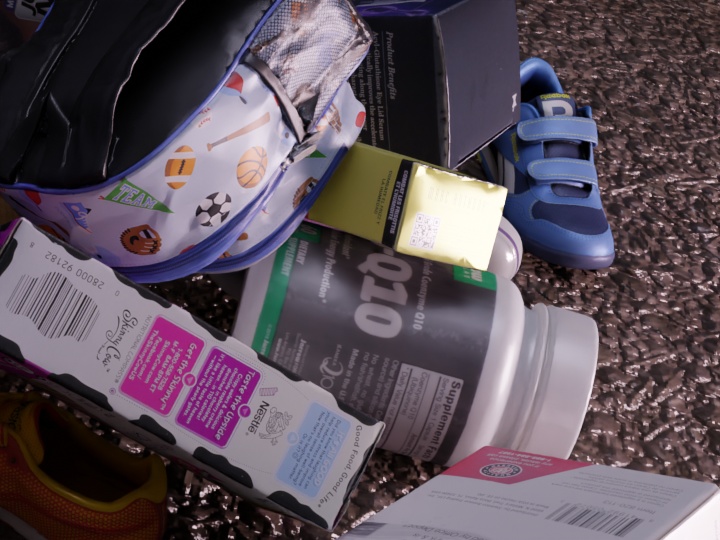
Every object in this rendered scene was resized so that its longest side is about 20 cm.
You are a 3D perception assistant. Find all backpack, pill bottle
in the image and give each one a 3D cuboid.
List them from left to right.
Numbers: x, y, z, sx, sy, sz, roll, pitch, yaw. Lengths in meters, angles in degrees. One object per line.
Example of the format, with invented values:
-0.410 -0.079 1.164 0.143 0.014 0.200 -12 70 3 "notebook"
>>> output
-0.103 -0.083 0.900 0.199 0.154 0.191 6 47 43 "backpack"
0.026 0.046 0.985 0.199 0.114 0.113 15 33 -5 "pill bottle"

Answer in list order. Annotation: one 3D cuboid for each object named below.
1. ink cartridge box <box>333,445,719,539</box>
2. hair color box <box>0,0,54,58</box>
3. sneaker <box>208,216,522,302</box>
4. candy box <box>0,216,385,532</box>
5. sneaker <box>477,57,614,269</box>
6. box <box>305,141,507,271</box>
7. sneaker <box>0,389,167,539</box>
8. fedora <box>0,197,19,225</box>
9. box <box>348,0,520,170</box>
0.061 0.162 0.812 0.146 0.083 0.200 6 21 40 "ink cartridge box"
-0.265 -0.212 1.223 0.199 0.111 0.064 8 34 -15 "hair color box"
0.000 0.001 1.087 0.199 0.073 0.115 8 36 4 "sneaker"
-0.103 0.052 0.846 0.199 0.061 0.136 30 -11 -16 "candy box"
0.135 -0.078 1.251 0.073 0.083 0.201 5 37 -22 "sneaker"
-0.012 -0.050 0.984 0.075 0.050 0.199 11 6 -42 "box"
-0.186 0.083 0.860 0.199 0.077 0.073 18 34 2 "sneaker"
-0.206 -0.013 0.986 0.199 0.082 0.201 12 35 -9 "fedora"
-0.008 -0.134 1.165 0.199 0.105 0.148 3 19 23 "box"
